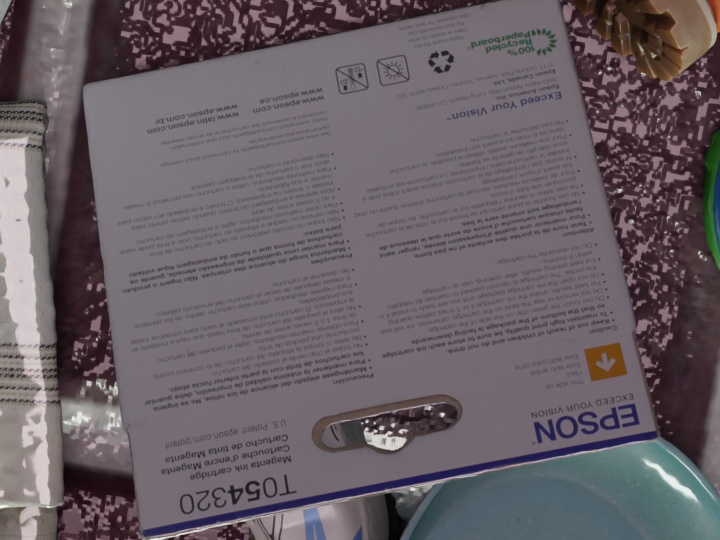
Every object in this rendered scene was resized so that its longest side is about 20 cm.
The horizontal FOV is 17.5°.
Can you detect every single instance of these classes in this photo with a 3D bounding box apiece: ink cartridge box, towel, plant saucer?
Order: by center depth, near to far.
[{"bbox_3d":[0.000,0.000,0.903,0.195,0.043,0.201,-11,64,2],"label":"ink cartridge box"},{"bbox_3d":[0.079,0.157,0.945,0.199,0.036,0.201,3,84,-33],"label":"plant saucer"},{"bbox_3d":[-0.218,0.031,0.963,0.192,0.035,0.201,-1,100,0],"label":"towel"}]

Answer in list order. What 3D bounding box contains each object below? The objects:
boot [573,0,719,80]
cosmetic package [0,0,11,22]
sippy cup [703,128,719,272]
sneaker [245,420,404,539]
[{"bbox_3d":[0.095,-0.183,0.918,0.107,0.075,0.200,-40,92,-13],"label":"boot"},{"bbox_3d":[-0.218,-0.162,0.876,0.199,0.123,0.201,26,91,-4],"label":"cosmetic package"},{"bbox_3d":[0.208,-0.020,0.907,0.178,0.130,0.140,42,97,-7],"label":"sippy cup"},{"bbox_3d":[-0.024,0.095,0.949,0.072,0.072,0.201,-12,85,17],"label":"sneaker"}]
